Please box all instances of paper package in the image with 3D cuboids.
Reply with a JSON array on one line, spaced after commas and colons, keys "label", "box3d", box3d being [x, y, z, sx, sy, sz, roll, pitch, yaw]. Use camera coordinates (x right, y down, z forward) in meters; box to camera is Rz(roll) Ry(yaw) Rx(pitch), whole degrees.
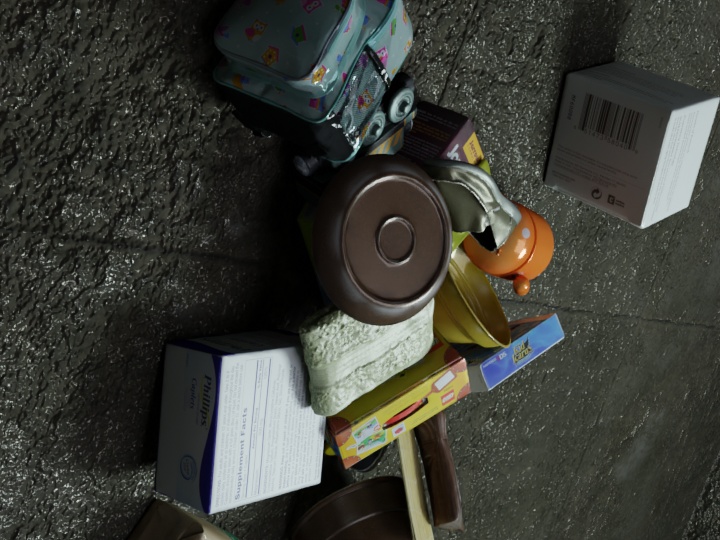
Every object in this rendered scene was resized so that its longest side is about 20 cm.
[{"label": "paper package", "box3d": [-0.229, 0.413, 1.361, 0.192, 0.103, 0.200, -55, 143, -11]}]

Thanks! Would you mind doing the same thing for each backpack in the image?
[{"label": "backpack", "box3d": [-0.044, -0.243, 1.124, 0.201, 0.174, 0.154, -54, 148, -19]}]

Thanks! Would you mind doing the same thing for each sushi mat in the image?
[{"label": "sushi mat", "box3d": [0.074, 0.298, 1.528, 0.096, 0.012, 0.204, 35, 43, -70]}]

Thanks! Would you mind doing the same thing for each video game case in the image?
[{"label": "video game case", "box3d": [0.187, 0.133, 1.658, 0.199, 0.180, 0.046, -27, 97, -40]}]

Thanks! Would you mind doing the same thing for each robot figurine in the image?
[{"label": "robot figurine", "box3d": [0.226, -0.044, 1.631, 0.199, 0.115, 0.146, 15, 92, -62]}]

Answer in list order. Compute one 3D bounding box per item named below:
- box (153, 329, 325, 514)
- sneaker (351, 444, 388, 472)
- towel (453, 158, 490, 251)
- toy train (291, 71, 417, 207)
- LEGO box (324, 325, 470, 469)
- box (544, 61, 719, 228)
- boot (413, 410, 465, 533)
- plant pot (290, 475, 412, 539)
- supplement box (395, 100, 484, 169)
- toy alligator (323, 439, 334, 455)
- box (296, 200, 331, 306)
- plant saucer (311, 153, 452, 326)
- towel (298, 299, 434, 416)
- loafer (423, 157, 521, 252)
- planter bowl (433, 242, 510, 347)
[{"label": "box", "box3d": [-0.139, 0.174, 1.296, 0.198, 0.104, 0.188, -2, 100, -52]}, {"label": "sneaker", "box3d": [0.008, 0.190, 1.547, 0.079, 0.077, 0.204, 20, 85, -60]}, {"label": "towel", "box3d": [0.118, -0.055, 1.435, 0.200, 0.018, 0.087, -47, 144, -23]}, {"label": "toy train", "box3d": [-0.006, -0.162, 1.310, 0.200, 0.085, 0.115, -42, 151, -28]}, {"label": "LEGO box", "box3d": [0.023, 0.143, 1.428, 0.198, 0.149, 0.078, -29, 136, -13]}, {"label": "box", "box3d": [0.437, -0.209, 1.738, 0.170, 0.198, 0.203, -21, 129, -43]}, {"label": "boot", "box3d": [0.110, 0.303, 1.622, 0.063, 0.203, 0.187, -12, 165, -5]}, {"label": "plant pot", "box3d": [0.023, 0.441, 1.560, 0.197, 0.200, 0.202, -19, 147, -13]}, {"label": "supplement box", "box3d": [0.074, -0.110, 1.433, 0.201, 0.085, 0.111, -53, 143, -15]}, {"label": "toy alligator", "box3d": [-0.085, 0.224, 1.473, 0.198, 0.060, 0.054, 11, 138, -37]}, {"label": "box", "box3d": [0.000, 0.000, 1.373, 0.202, 0.120, 0.048, 75, 31, -44]}, {"label": "plant saucer", "box3d": [0.035, -0.036, 1.258, 0.197, 0.032, 0.204, -1, 91, -32]}, {"label": "towel", "box3d": [0.014, 0.080, 1.311, 0.198, 0.036, 0.150, -28, 128, -28]}, {"label": "loafer", "box3d": [0.143, -0.082, 1.382, 0.199, 0.074, 0.071, 33, 74, -44]}, {"label": "planter bowl", "box3d": [0.135, 0.043, 1.571, 0.083, 0.203, 0.200, -31, 149, 17]}]
